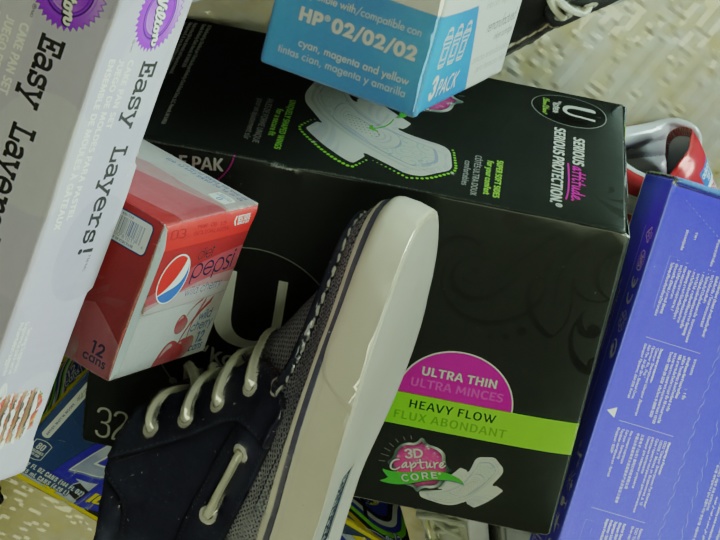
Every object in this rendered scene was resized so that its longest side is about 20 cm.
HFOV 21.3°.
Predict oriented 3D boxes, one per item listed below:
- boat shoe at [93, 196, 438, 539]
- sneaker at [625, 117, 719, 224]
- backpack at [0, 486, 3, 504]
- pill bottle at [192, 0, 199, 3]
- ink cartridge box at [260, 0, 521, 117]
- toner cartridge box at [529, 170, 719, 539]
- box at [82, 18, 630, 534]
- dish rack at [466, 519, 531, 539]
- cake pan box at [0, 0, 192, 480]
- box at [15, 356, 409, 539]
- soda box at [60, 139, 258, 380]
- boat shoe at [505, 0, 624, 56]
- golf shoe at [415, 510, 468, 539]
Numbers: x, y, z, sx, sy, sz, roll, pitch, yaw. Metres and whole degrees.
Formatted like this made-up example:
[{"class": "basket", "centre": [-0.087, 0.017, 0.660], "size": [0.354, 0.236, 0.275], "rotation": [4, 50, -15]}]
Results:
[{"class": "boat shoe", "centre": [-0.042, 0.052, 0.721], "size": [0.092, 0.075, 0.201], "rotation": [24, 110, 13]}, {"class": "sneaker", "centre": [0.166, 0.003, 0.894], "size": [0.199, 0.071, 0.113], "rotation": [23, 117, -21]}, {"class": "backpack", "centre": [-0.259, 0.128, 0.803], "size": [0.150, 0.200, 0.178], "rotation": [-5, 125, 14]}, {"class": "pill bottle", "centre": [-0.094, -0.204, 0.682], "size": [0.119, 0.120, 0.201], "rotation": [-17, 122, -2]}, {"class": "ink cartridge box", "centre": [0.036, -0.169, 0.715], "size": [0.068, 0.115, 0.201], "rotation": [21, 111, 14]}, {"class": "toner cartridge box", "centre": [0.139, 0.068, 0.817], "size": [0.094, 0.043, 0.201], "rotation": [17, 94, -10]}, {"class": "box", "centre": [0.000, 0.000, 0.796], "size": [0.199, 0.125, 0.149], "rotation": [11, 120, 2]}, {"class": "dish rack", "centre": [0.146, 0.134, 0.896], "size": [0.199, 0.044, 0.173], "rotation": [-10, 119, -7]}, {"class": "cake pan box", "centre": [-0.165, -0.053, 0.640], "size": [0.183, 0.052, 0.201], "rotation": [27, 105, 15]}, {"class": "box", "centre": [-0.071, 0.097, 0.903], "size": [0.200, 0.064, 0.070], "rotation": [34, 109, -28]}, {"class": "soda box", "centre": [-0.141, -0.038, 0.700], "size": [0.199, 0.070, 0.064], "rotation": [29, 110, 19]}, {"class": "boat shoe", "centre": [0.095, -0.139, 0.797], "size": [0.199, 0.060, 0.074], "rotation": [-32, 128, 9]}, {"class": "golf shoe", "centre": [0.067, 0.145, 0.941], "size": [0.200, 0.075, 0.092], "rotation": [49, 66, -30]}]
